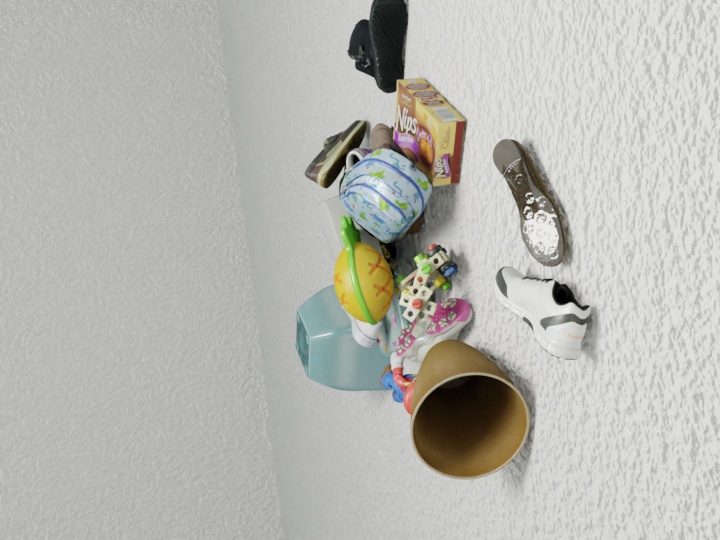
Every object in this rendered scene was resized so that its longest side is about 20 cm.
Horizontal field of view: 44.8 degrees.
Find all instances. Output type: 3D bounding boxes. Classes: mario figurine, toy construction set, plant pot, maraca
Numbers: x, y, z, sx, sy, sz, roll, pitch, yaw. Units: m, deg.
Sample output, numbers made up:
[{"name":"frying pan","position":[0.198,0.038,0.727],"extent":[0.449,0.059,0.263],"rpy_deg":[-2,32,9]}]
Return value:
[{"name":"mario figurine","position":[0.115,0.218,1.650],"extent":[0.200,0.121,0.108],"rpy_deg":[-173,96,-70]},{"name":"toy construction set","position":[0.109,0.021,1.522],"extent":[0.093,0.131,0.200],"rpy_deg":[51,-172,-4]},{"name":"plant pot","position":[-0.041,0.149,1.971],"extent":[0.197,0.196,0.199],"rpy_deg":[-119,28,-52]},{"name":"plant pot","position":[0.158,0.198,1.409],"extent":[0.201,0.183,0.190],"rpy_deg":[-102,11,-66]},{"name":"maraca","position":[0.000,0.000,1.573],"extent":[0.137,0.105,0.204],"rpy_deg":[-9,-97,-80]}]

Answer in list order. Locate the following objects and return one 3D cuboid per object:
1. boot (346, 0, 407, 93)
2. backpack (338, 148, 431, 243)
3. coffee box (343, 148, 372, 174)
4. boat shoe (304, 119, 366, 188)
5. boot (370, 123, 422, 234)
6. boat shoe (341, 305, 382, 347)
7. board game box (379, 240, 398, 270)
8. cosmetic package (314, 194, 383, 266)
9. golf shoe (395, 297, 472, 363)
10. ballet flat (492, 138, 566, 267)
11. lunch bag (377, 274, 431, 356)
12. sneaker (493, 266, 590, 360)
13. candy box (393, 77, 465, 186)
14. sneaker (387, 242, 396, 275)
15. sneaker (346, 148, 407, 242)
[{"name":"boot","position":[0.027,-0.464,1.705],"extent":[0.169,0.075,0.203],"rpy_deg":[-126,27,-52]},{"name":"backpack","position":[0.044,-0.131,1.520],"extent":[0.163,0.154,0.200],"rpy_deg":[43,148,-7]},{"name":"coffee box","position":[0.008,-0.149,1.889],"extent":[0.114,0.078,0.202],"rpy_deg":[-112,22,-43]},{"name":"boat shoe","position":[-0.053,-0.263,1.887],"extent":[0.202,0.065,0.072],"rpy_deg":[-57,-16,-31]},{"name":"boot","position":[0.071,-0.188,1.697],"extent":[0.147,0.069,0.203],"rpy_deg":[-97,-10,-62]},{"name":"boat shoe","position":[0.013,0.078,1.760],"extent":[0.067,0.073,0.201],"rpy_deg":[-55,27,19]},{"name":"board game box","position":[0.007,-0.026,1.829],"extent":[0.106,0.023,0.200],"rpy_deg":[56,154,0]},{"name":"cosmetic package","position":[-0.014,-0.048,1.685],"extent":[0.107,0.083,0.203],"rpy_deg":[-167,59,-76]},{"name":"golf shoe","position":[0.148,0.113,1.570],"extent":[0.199,0.091,0.076],"rpy_deg":[-37,28,49]},{"name":"ballet flat","position":[0.241,-0.096,1.214],"extent":[0.067,0.046,0.203],"rpy_deg":[-39,60,34]},{"name":"lunch bag","position":[0.082,0.086,1.744],"extent":[0.200,0.076,0.164],"rpy_deg":[157,105,-73]},{"name":"sneaker","position":[0.253,0.039,1.200],"extent":[0.200,0.073,0.081],"rpy_deg":[50,130,54]},{"name":"candy box","position":[0.117,-0.247,1.531],"extent":[0.201,0.055,0.118],"rpy_deg":[-122,28,-51]},{"name":"sneaker","position":[0.054,-0.061,1.827],"extent":[0.083,0.071,0.203],"rpy_deg":[41,143,43]},{"name":"sneaker","position":[0.025,-0.144,1.714],"extent":[0.203,0.072,0.114],"rpy_deg":[62,-164,1]}]
